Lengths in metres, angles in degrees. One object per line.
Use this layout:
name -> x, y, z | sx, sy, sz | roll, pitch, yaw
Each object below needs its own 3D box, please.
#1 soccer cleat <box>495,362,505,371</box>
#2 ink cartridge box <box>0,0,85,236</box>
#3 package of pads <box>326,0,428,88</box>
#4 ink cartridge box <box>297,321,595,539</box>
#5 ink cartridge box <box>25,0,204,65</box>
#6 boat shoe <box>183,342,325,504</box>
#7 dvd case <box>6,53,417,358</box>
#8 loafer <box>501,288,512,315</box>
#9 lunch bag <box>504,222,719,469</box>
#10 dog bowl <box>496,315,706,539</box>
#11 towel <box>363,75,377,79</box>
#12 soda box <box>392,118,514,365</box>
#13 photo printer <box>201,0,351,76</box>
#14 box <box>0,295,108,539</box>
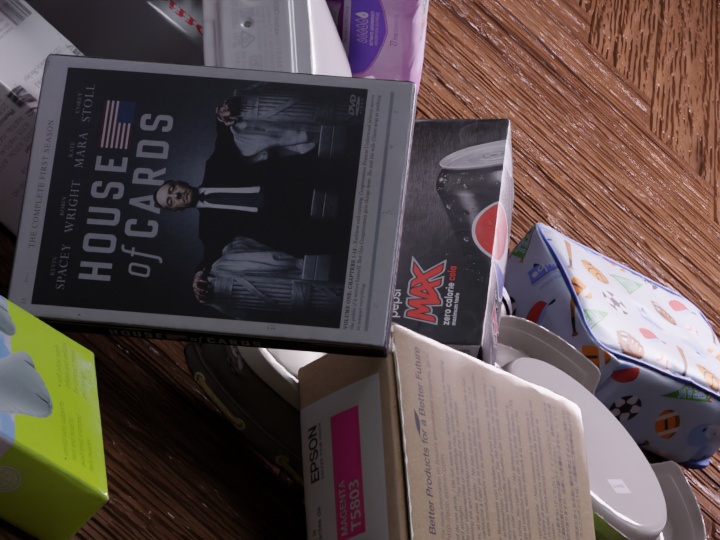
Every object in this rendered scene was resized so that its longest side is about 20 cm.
soccer cleat -> 0.081, 0.125, 1.616 | 0.200, 0.067, 0.081 | 58, 26, -7
ink cartridge box -> -0.185, -0.082, 1.535 | 0.200, 0.067, 0.116 | 43, 20, -6
package of pads -> -0.016, -0.183, 1.758 | 0.120, 0.200, 0.076 | 8, 60, 3
ink cartridge box -> 0.050, 0.149, 1.452 | 0.165, 0.075, 0.200 | 24, 52, -41
ink cartridge box -> -0.154, -0.183, 1.755 | 0.145, 0.083, 0.200 | 39, 22, -16
boat shoe -> -0.015, 0.095, 1.518 | 0.202, 0.060, 0.072 | 48, 36, -22
dvd case -> -0.077, -0.035, 1.438 | 0.025, 0.200, 0.150 | 79, 16, -70
loafer -> 0.023, -0.014, 1.798 | 0.200, 0.072, 0.063 | 42, 25, -15
lunch bag -> 0.187, 0.053, 1.967 | 0.200, 0.076, 0.160 | 28, 25, -36
dog bowl -> 0.131, 0.123, 1.749 | 0.200, 0.059, 0.200 | 39, 23, -20
towel -> 0.000, 0.000, 1.621 | 0.146, 0.030, 0.200 | -67, 153, -67
soda box -> 0.049, -0.003, 1.605 | 0.200, 0.071, 0.063 | -81, 168, -46
photo printer -> -0.043, -0.089, 1.670 | 0.200, 0.069, 0.167 | 66, 19, -67
box -> -0.212, 0.039, 1.296 | 0.200, 0.048, 0.122 | 34, 23, -29
